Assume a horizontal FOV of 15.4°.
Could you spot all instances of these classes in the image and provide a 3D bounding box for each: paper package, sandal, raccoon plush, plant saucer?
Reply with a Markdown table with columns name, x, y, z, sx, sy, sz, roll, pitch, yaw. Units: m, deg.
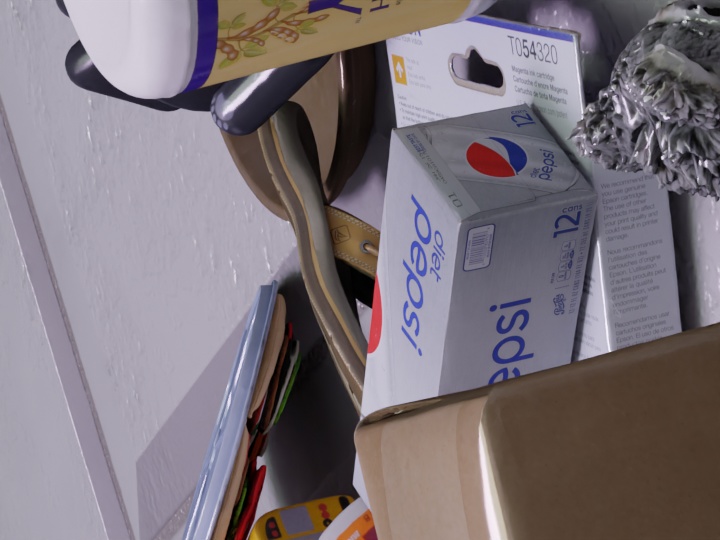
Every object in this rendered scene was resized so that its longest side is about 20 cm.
| name | x | y | z | sx | sy | sz | roll | pitch | yaw |
| --- | --- | --- | --- | --- | --- | --- | --- | --- | --- |
| paper package | 0.116 | 0.124 | 0.933 | 0.103 | 0.190 | 0.200 | -20 | 83 | 63 |
| sandal | 0.000 | 0.000 | 1.281 | 0.080 | 0.054 | 0.200 | 70 | -178 | -64 |
| raccoon plush | 0.157 | -0.012 | 0.839 | 0.200 | 0.134 | 0.097 | 65 | 153 | 29 |
| plant saucer | -0.040 | -0.125 | 1.387 | 0.200 | 0.029 | 0.200 | 169 | 90 | -68 |

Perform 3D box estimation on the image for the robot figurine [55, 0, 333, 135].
| name | x | y | z | sx | sy | sz | roll | pitch | yaw |
| --- | --- | --- | --- | --- | --- | --- | --- | --- | --- |
| robot figurine | -0.058 | -0.152 | 1.248 | 0.200 | 0.125 | 0.150 | -37 | 92 | 38 |

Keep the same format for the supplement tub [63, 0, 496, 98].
| name | x | y | z | sx | sy | sz | roll | pitch | yaw |
| --- | --- | --- | --- | --- | --- | --- | --- | --- | --- |
| supplement tub | -0.020 | -0.160 | 1.081 | 0.145 | 0.200 | 0.146 | 164 | 90 | -72 |

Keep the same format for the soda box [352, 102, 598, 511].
| name | x | y | z | sx | sy | sz | roll | pitch | yaw |
| --- | --- | --- | --- | --- | --- | --- | --- | --- | --- |
| soda box | 0.045 | 0.032 | 1.112 | 0.068 | 0.063 | 0.200 | -124 | 30 | -43 |

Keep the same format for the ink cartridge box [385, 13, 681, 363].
| name | x | y | z | sx | sy | sz | roll | pitch | yaw |
| --- | --- | --- | --- | --- | --- | --- | --- | --- | --- |
| ink cartridge box | 0.074 | -0.017 | 1.153 | 0.196 | 0.043 | 0.200 | -155 | 57 | -64 |

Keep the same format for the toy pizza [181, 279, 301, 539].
| name | x | y | z | sx | sy | sz | roll | pitch | yaw |
| --- | --- | --- | --- | --- | --- | --- | --- | --- | --- |
| toy pizza | -0.067 | 0.104 | 1.473 | 0.200 | 0.032 | 0.200 | -164 | 90 | -86 |

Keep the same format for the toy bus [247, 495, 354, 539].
| name | x | y | z | sx | sy | sz | roll | pitch | yaw |
| --- | --- | --- | --- | --- | --- | --- | --- | --- | --- |
| toy bus | -0.035 | 0.202 | 1.474 | 0.200 | 0.078 | 0.065 | 112 | 140 | -53 |

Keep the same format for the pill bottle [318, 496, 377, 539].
| name | x | y | z | sx | sy | sz | roll | pitch | yaw |
| --- | --- | --- | --- | --- | --- | --- | --- | --- | --- |
| pill bottle | 0.062 | 0.189 | 1.193 | 0.200 | 0.114 | 0.114 | -131 | 36 | -49 |
